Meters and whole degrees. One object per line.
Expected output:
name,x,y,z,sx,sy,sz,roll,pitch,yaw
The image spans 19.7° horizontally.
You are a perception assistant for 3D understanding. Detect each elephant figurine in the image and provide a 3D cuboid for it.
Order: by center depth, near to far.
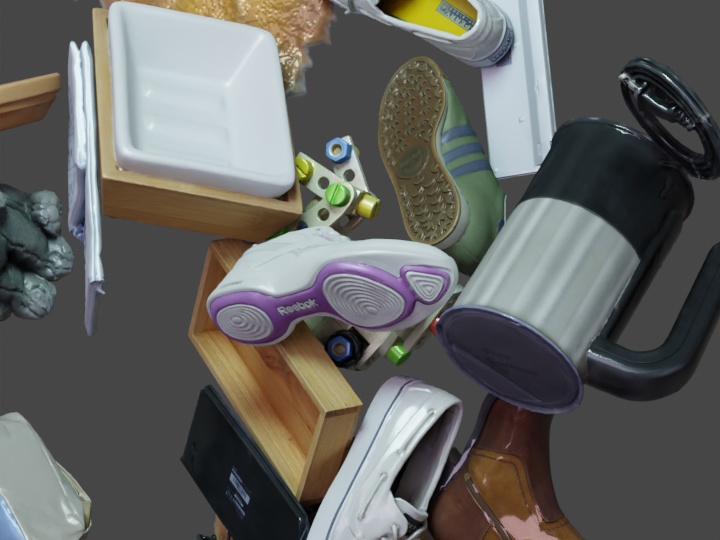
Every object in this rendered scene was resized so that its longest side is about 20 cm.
elephant figurine,-0.329,-0.028,1.675,0.155,0.200,0.142,-9,80,21

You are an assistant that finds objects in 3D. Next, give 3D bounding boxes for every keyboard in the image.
keyboard,-0.092,0.189,1.598,0.200,0.021,0.128,49,128,50
keyboard,0.120,-0.172,1.625,0.056,0.011,0.201,-10,78,25

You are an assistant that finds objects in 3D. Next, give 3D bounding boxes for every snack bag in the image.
snack bag,-0.221,-0.058,1.653,0.021,0.189,0.201,-3,76,-10

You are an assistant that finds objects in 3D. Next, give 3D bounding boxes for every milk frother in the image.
milk frother,0.160,-0.026,1.442,0.180,0.200,0.188,13,57,33

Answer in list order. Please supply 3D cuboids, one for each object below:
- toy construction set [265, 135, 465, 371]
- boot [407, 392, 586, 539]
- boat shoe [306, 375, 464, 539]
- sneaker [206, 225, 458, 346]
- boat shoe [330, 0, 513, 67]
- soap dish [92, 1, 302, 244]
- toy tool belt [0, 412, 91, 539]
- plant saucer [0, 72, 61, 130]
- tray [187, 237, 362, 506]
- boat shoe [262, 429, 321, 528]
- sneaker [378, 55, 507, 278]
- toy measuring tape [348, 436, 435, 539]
toy construction set,0.000,0.000,1.607,0.131,0.092,0.200,-47,58,9
boot,0.148,0.180,1.527,0.188,0.068,0.200,-43,70,10
boat shoe,0.019,0.177,1.521,0.066,0.072,0.201,15,72,37
sneaker,-0.017,-0.004,1.507,0.199,0.075,0.100,-6,37,29
boat shoe,0.022,-0.225,1.625,0.202,0.086,0.075,35,95,27
soap dish,-0.134,-0.113,1.610,0.200,0.157,0.081,-100,27,-44
toy tool belt,-0.277,0.225,1.677,0.200,0.125,0.123,55,134,22
plant saucer,-0.342,-0.124,1.704,0.199,0.200,0.038,-9,98,20
tray,-0.068,0.075,1.588,0.200,0.037,0.099,54,141,39
boat shoe,-0.045,0.221,1.596,0.066,0.074,0.201,-37,61,38
sneaker,0.069,-0.071,1.596,0.067,0.090,0.201,-32,41,22
toy measuring tape,0.024,0.220,1.575,0.074,0.074,0.200,-41,61,11
